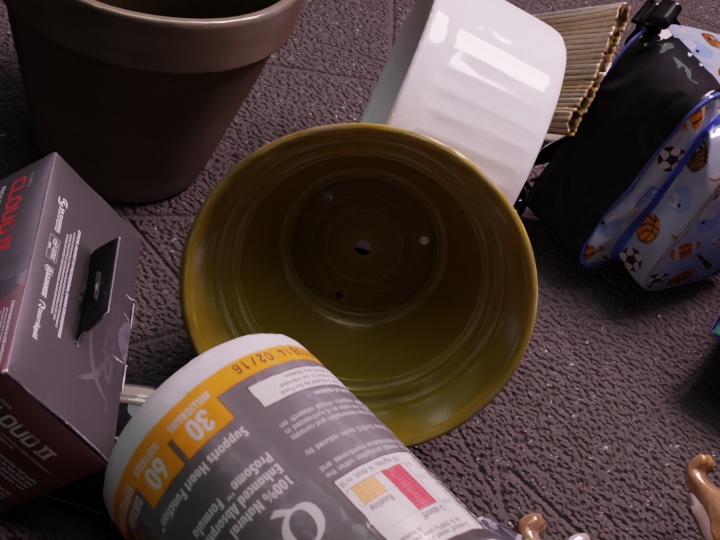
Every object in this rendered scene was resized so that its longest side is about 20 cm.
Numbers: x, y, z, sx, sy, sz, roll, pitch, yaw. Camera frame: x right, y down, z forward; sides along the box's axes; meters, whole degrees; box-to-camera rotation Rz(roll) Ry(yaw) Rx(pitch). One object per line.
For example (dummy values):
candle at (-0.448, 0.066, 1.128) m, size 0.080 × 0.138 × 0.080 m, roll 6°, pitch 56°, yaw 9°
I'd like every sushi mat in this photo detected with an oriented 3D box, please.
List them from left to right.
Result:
sushi mat at (0.127, -0.147, 0.934) m, size 0.012 × 0.096 × 0.200 m, roll 26°, pitch -1°, yaw -20°

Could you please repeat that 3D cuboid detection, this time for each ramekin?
ramekin at (0.056, -0.094, 0.851) m, size 0.097 × 0.201 × 0.201 m, roll 24°, pitch 40°, yaw -6°

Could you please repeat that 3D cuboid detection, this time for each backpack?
backpack at (0.236, -0.085, 0.921) m, size 0.190 × 0.200 × 0.154 m, roll -17°, pitch 63°, yaw -47°

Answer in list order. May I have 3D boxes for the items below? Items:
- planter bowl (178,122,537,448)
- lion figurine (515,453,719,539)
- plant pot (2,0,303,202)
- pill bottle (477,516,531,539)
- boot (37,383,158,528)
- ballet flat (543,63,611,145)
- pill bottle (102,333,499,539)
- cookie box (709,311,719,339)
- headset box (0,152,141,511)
planter bowl at (0.000, 0.000, 0.741) m, size 0.200 × 0.201 × 0.084 m, roll 16°, pitch 22°, yaw -4°
lion figurine at (0.177, 0.172, 0.688) m, size 0.199 × 0.073 × 0.123 m, roll -21°, pitch 49°, yaw -9°
plant pot at (-0.147, -0.148, 0.842) m, size 0.199 × 0.174 × 0.200 m, roll 11°, pitch 42°, yaw -10°
pill bottle at (0.118, 0.210, 0.602) m, size 0.200 × 0.106 × 0.106 m, roll 28°, pitch 41°, yaw 11°
boot at (-0.094, 0.140, 0.625) m, size 0.203 × 0.074 × 0.154 m, roll 9°, pitch 45°, yaw -10°
ballet flat at (0.223, -0.147, 1.068) m, size 0.199 × 0.070 × 0.070 m, roll -7°, pitch 47°, yaw -27°
pill bottle at (-0.008, 0.128, 0.529) m, size 0.116 × 0.117 × 0.200 m, roll -23°, pitch 53°, yaw -38°
cookie box at (0.353, 0.055, 0.853) m, size 0.200 × 0.075 × 0.171 m, roll 36°, pitch 23°, yaw 18°
headset box at (-0.193, 0.043, 0.603) m, size 0.199 × 0.075 × 0.149 m, roll -24°, pitch 40°, yaw 19°
